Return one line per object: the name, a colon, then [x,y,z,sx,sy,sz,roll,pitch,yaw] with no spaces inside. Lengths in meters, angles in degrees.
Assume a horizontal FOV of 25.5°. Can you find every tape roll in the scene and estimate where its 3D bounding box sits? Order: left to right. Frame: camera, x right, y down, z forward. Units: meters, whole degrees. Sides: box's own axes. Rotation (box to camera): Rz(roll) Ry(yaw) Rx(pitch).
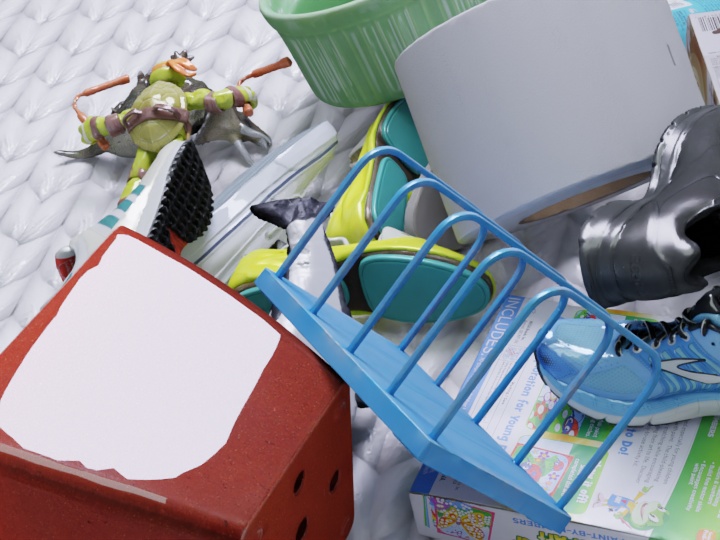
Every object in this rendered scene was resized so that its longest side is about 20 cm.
tape roll: [0.139,-0.117,1.139,0.201,0.140,0.203,-19,-5,-2]

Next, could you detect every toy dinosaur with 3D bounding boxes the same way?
toy dinosaur: [-0.179,-0.135,1.394,0.198,0.078,0.103,-8,30,0]

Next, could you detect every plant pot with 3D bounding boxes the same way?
plant pot: [-0.110,0.127,0.946,0.175,0.201,0.200,17,45,21]

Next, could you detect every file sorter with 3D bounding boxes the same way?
file sorter: [0.060,0.034,0.948,0.123,0.138,0.200,-53,42,6]

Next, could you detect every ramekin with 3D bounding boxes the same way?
ramekin: [0.024,-0.222,1.329,0.199,0.098,0.201,-21,29,12]

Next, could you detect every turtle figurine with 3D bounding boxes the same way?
turtle figurine: [-0.153,-0.113,1.307,0.198,0.064,0.163,-7,65,12]

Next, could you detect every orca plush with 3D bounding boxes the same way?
orca plush: [-0.053,0.051,1.094,0.105,0.071,0.202,-2,70,-39]

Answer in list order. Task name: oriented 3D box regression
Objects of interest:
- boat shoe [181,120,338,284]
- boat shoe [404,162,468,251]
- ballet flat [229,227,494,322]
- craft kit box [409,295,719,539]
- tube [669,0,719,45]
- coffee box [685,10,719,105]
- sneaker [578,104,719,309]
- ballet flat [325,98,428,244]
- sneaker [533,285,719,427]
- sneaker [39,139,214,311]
boat shoe: [-0.082,-0.038,1.252,0.200,0.067,0.073,-42,13,-24]
boat shoe: [0.089,-0.088,1.278,0.200,0.075,0.093,-49,15,-21]
ballet flat: [0.000,0.000,1.163,0.198,0.067,0.067,-5,38,12]
craft kit box: [0.157,0.102,1.019,0.196,0.049,0.200,5,40,26]
tube: [0.328,-0.227,1.403,0.199,0.051,0.078,-19,41,-17]
coffee box: [0.296,-0.097,1.182,0.079,0.115,0.201,-6,38,4]
sneaker: [0.218,-0.039,0.996,0.090,0.076,0.200,2,37,41]
ballet flat: [0.015,-0.079,1.284,0.067,0.067,0.201,-24,28,34]
sneaker: [0.204,0.042,0.976,0.198,0.090,0.079,2,39,18]
sneaker: [-0.171,-0.026,1.146,0.093,0.071,0.201,-6,38,17]
